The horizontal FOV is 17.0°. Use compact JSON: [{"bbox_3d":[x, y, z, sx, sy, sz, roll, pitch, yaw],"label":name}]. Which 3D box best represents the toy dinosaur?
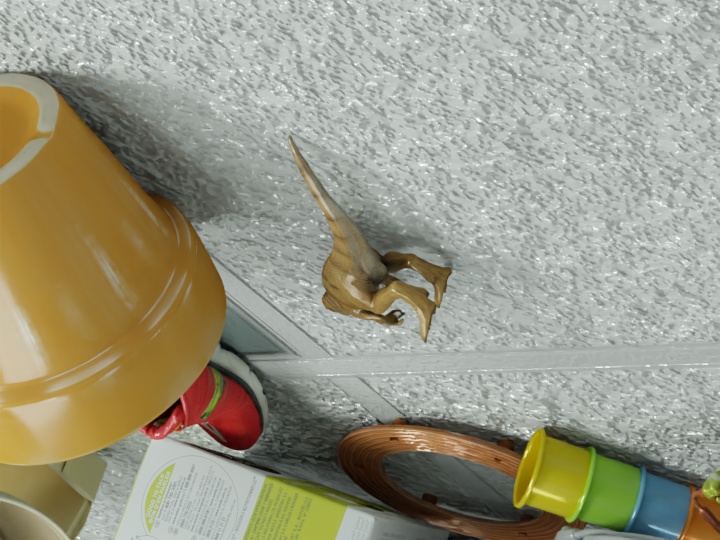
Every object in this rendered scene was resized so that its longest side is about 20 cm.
[{"bbox_3d":[0.000,0.000,1.513,0.106,0.061,0.200,16,155,8],"label":"toy dinosaur"}]

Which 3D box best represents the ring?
[{"bbox_3d":[0.079,0.161,1.846,0.199,0.019,0.201,15,155,7],"label":"ring"}]

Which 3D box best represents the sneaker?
[{"bbox_3d":[-0.134,0.090,1.763,0.077,0.085,0.200,5,152,29],"label":"sneaker"}]

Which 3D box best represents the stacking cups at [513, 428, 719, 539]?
[{"bbox_3d":[0.211,0.175,1.731,0.199,0.061,0.061,20,156,-5],"label":"stacking cups"}]

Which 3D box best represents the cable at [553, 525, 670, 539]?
[{"bbox_3d":[0.238,0.235,1.685,0.199,0.070,0.200,16,170,-7],"label":"cable"}]

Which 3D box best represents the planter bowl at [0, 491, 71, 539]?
[{"bbox_3d":[-0.327,0.259,1.935,0.200,0.201,0.135,29,180,-23],"label":"planter bowl"}]

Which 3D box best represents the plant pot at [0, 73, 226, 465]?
[{"bbox_3d":[-0.208,-0.013,1.495,0.199,0.201,0.184,3,137,30],"label":"plant pot"}]

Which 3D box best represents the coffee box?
[{"bbox_3d":[-0.076,0.255,1.845,0.197,0.201,0.200,18,176,20],"label":"coffee box"}]

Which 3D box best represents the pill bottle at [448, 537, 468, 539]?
[{"bbox_3d":[0.047,0.274,1.992,0.199,0.113,0.112,4,152,28],"label":"pill bottle"}]

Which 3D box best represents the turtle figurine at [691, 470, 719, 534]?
[{"bbox_3d":[0.325,0.150,1.598,0.199,0.065,0.162,22,149,14],"label":"turtle figurine"}]

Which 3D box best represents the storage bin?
[{"bbox_3d":[-0.346,0.146,2.018,0.198,0.094,0.200,4,152,28],"label":"storage bin"}]
